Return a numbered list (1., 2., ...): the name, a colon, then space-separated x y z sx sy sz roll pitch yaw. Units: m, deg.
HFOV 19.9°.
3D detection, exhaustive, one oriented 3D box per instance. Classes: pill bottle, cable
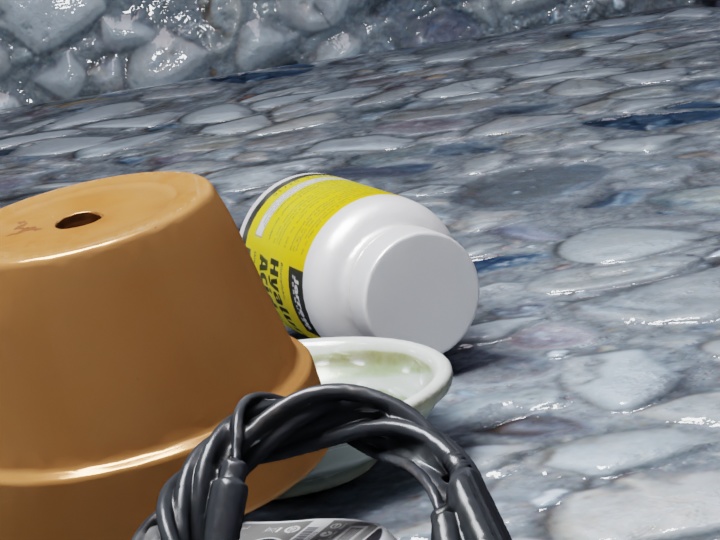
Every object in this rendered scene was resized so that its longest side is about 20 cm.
1. pill bottle: 0.000 0.000 1.366 0.111 0.112 0.200 -13 14 -21
2. cable: -0.020 0.123 0.858 0.162 0.051 0.200 -23 40 -3

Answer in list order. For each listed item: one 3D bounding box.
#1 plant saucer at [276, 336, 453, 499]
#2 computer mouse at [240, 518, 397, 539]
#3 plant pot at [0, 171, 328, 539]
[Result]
1. plant saucer: -0.044 0.088 1.157 0.199 0.051 0.200 -7 14 2
2. computer mouse: -0.070 0.147 0.947 0.199 0.044 0.109 -3 15 34
3. plant pot: -0.123 0.038 1.021 0.199 0.141 0.200 -11 18 4
